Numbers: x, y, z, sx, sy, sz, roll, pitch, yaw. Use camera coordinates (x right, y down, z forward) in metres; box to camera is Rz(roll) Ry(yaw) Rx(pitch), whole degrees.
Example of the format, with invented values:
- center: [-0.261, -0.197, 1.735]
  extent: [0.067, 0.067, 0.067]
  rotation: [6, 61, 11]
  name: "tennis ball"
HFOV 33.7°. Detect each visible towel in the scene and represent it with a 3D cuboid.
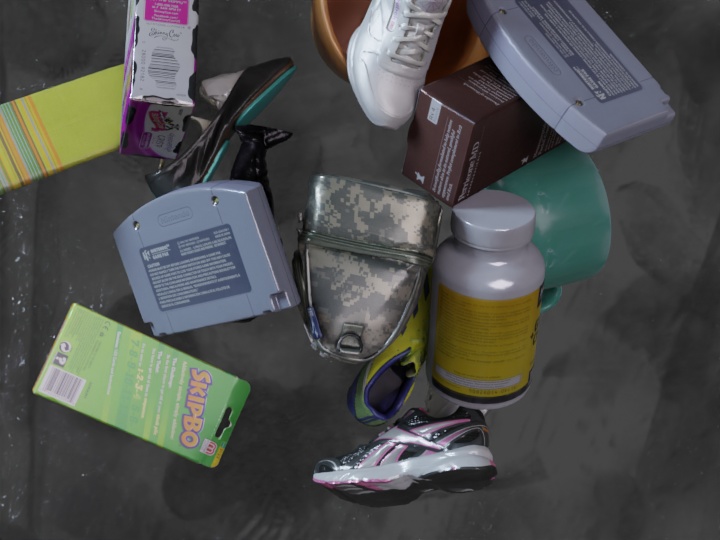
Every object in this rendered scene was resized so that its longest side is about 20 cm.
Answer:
- center: [-0.279, -0.140, 1.152]
  extent: [0.199, 0.018, 0.087]
  rotation: [-23, 74, -18]
  name: "towel"

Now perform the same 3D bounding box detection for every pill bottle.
- center: [0.124, 0.028, 1.176]
  extent: [0.111, 0.112, 0.202]
  rotation: [-10, 123, -19]
  name: "pill bottle"

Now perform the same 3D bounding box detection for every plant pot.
- center: [0.032, -0.263, 1.214]
  extent: [0.198, 0.140, 0.202]
  rotation: [0, 90, -20]
  name: "plant pot"

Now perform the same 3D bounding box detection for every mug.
- center: [0.181, -0.039, 1.264]
  extent: [0.113, 0.152, 0.187]
  rotation: [-12, 94, -18]
  name: "mug"

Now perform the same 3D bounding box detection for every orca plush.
- center: [-0.094, -0.039, 1.185]
  extent: [0.105, 0.071, 0.202]
  rotation: [14, 93, -55]
  name: "orca plush"

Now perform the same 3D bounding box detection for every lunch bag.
- center: [0.000, 0.000, 1.171]
  extent: [0.138, 0.200, 0.170]
  rotation: [9, 91, -1]
  name: "lunch bag"

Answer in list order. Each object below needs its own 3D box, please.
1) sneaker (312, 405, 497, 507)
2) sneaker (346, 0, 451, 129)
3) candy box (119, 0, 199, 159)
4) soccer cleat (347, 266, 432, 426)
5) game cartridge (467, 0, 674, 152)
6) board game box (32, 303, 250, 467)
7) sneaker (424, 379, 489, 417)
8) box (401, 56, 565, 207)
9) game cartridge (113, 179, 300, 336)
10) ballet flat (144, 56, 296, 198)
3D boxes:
- center: [0.048, 0.188, 1.228]
  extent: [0.080, 0.198, 0.087]
  rotation: [51, 35, -50]
  name: "sneaker"
- center: [0.040, -0.232, 1.092]
  extent: [0.074, 0.099, 0.202]
  rotation: [9, 89, -21]
  name: "sneaker"
- center: [-0.187, -0.222, 1.111]
  extent: [0.060, 0.136, 0.202]
  rotation: [4, 74, -15]
  name: "candy box"
- center: [0.057, 0.077, 1.256]
  extent: [0.064, 0.084, 0.201]
  rotation: [36, 79, -16]
  name: "soccer cleat"
- center: [0.193, -0.200, 1.123]
  extent: [0.132, 0.042, 0.201]
  rotation: [-23, 67, -32]
  name: "game cartridge"
- center: [-0.215, 0.117, 1.189]
  extent: [0.199, 0.030, 0.096]
  rotation: [26, 83, -15]
  name: "board game box"
- center: [0.100, 0.144, 1.291]
  extent: [0.087, 0.075, 0.201]
  rotation: [36, 78, 4]
  name: "sneaker"
- center: [0.135, -0.152, 1.166]
  extent: [0.199, 0.075, 0.101]
  rotation: [-29, 145, -37]
  name: "box"
- center: [-0.150, -0.014, 1.131]
  extent: [0.041, 0.199, 0.135]
  rotation: [-20, 96, -49]
  name: "game cartridge"
- center: [-0.145, -0.149, 1.193]
  extent: [0.068, 0.068, 0.201]
  rotation: [36, 79, -3]
  name: "ballet flat"
